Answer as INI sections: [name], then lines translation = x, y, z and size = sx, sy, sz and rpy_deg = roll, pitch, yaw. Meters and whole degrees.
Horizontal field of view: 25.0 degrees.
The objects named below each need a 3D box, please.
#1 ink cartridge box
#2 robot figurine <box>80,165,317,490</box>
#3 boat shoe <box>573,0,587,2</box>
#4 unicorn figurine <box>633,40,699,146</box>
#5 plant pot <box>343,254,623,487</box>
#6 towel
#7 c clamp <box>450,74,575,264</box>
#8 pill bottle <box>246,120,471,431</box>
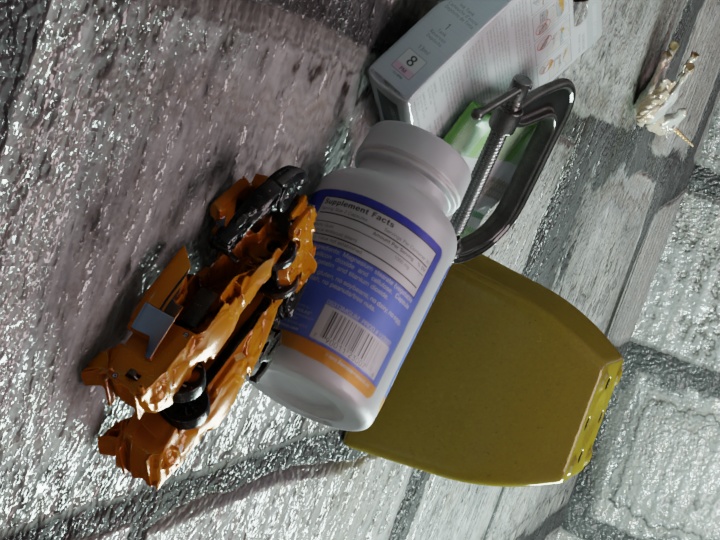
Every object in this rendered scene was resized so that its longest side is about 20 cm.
[ink cartridge box]
translation = 0.098, -0.166, 1.236
size = 0.200, 0.057, 0.163
rpy_deg = -47, 159, -11
[robot figurine]
translation = -0.088, 0.024, 0.981
size = 0.201, 0.058, 0.146
rpy_deg = -56, 159, -35
[boat shoe]
translation = 0.126, -0.247, 1.248
size = 0.199, 0.073, 0.067
rpy_deg = -3, 101, -58
[unicorn figurine]
translation = 0.419, -0.240, 2.236
size = 0.199, 0.074, 0.138
rpy_deg = -14, 135, -53
[plant pot]
translation = 0.130, 0.100, 1.507
size = 0.197, 0.198, 0.194
rpy_deg = -71, 163, 6
[towel]
translation = 0.067, -0.043, 1.292
size = 0.201, 0.031, 0.149
rpy_deg = -54, 159, 19
[c clamp]
translation = 0.101, -0.076, 1.249
size = 0.170, 0.027, 0.201
rpy_deg = -33, 152, -43
[pill bottle]
translation = 0.000, 0.000, 1.134
size = 0.201, 0.111, 0.112
rpy_deg = -63, 162, -20
